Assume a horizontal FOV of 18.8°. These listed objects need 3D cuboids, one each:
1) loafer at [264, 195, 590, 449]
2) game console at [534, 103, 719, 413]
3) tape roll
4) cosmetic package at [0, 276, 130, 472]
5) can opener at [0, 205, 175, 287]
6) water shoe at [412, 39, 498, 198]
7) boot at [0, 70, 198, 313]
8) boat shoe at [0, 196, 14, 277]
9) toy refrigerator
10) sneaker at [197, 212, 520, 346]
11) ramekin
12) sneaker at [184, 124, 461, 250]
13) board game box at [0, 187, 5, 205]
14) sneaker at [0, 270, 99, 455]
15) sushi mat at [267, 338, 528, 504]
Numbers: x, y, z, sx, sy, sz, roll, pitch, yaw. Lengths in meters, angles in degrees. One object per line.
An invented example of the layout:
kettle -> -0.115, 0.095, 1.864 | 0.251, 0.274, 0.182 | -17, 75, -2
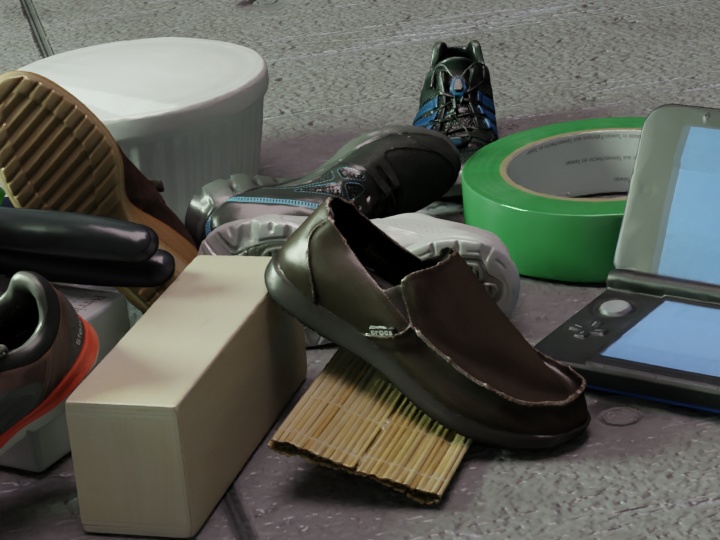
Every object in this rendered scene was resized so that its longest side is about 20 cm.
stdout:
loafer -> 0.040, 0.026, 1.175 | 0.199, 0.072, 0.073 | 29, 28, 11
game console -> 0.215, -0.007, 1.229 | 0.199, 0.119, 0.170 | 9, 25, 33
tape roll -> 0.167, -0.050, 1.444 | 0.199, 0.049, 0.201 | -5, 22, 2
cosmetic package -> -0.239, 0.051, 1.253 | 0.199, 0.072, 0.101 | 7, 24, 27
can opener -> -0.200, -0.014, 1.252 | 0.198, 0.079, 0.063 | 5, -18, 15
water shoe -> 0.064, -0.113, 1.585 | 0.071, 0.080, 0.200 | -5, 22, 2
boot -> -0.172, -0.055, 1.365 | 0.072, 0.200, 0.166 | -37, 22, 0
boat shoe -> -0.240, -0.021, 1.404 | 0.092, 0.075, 0.200 | -8, 10, -15
toy refrigerator -> -0.093, 0.063, 1.183 | 0.069, 0.077, 0.200 | 1, 23, 16
sneaker -> 0.000, 0.000, 1.342 | 0.198, 0.079, 0.099 | 6, 16, 4
ramekin -> -0.163, -0.097, 1.576 | 0.200, 0.095, 0.203 | -4, 21, 2
sneaker -> -0.013, -0.035, 1.442 | 0.199, 0.074, 0.082 | -20, 42, -21
board game box -> -0.300, 0.027, 1.198 | 0.152, 0.040, 0.201 | 9, 68, 29
sneaker -> -0.219, 0.075, 1.092 | 0.077, 0.082, 0.200 | 26, 63, 30
sushi mat -> 0.025, 0.067, 1.198 | 0.095, 0.012, 0.200 | 20, 27, 10
